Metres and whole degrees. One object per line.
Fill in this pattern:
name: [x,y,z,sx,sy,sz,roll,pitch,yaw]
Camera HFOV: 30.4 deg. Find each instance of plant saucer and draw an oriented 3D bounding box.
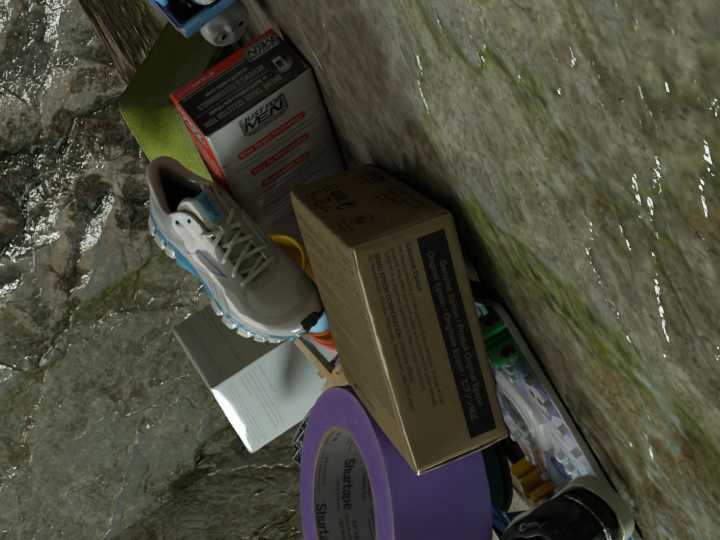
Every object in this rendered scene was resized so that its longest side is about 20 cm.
plant saucer: [-0.127,-0.129,1.231,0.200,0.048,0.200,62,-153,-30]

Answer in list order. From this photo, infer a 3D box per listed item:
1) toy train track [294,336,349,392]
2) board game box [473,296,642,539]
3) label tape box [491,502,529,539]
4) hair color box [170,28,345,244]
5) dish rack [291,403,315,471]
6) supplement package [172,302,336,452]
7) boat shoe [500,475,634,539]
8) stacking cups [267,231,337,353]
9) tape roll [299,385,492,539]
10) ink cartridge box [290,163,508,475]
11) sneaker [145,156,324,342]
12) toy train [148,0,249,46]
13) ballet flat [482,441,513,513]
toy train track: [-0.003,0.083,1.165,0.115,0.033,0.200,48,162,6]
board game box: [0.117,0.108,0.995,0.201,0.026,0.200,59,173,-8]
label tape box: [0.171,0.248,1.070,0.201,0.063,0.144,60,173,-6]
hair color box: [-0.074,-0.095,1.102,0.061,0.101,0.200,50,169,31]
dish rack: [0.030,0.199,1.328,0.200,0.055,0.154,37,134,3]
supplement package: [-0.076,0.074,1.417,0.117,0.199,0.118,49,168,47]
boat shoe: [0.124,0.212,0.929,0.075,0.066,0.200,48,148,10]
stacking cups: [-0.043,0.033,1.184,0.061,0.060,0.200,53,180,29]
tape roll: [0.023,0.190,1.065,0.200,0.084,0.201,177,90,-67]
ink cartridge box: [0.023,0.025,0.941,0.200,0.075,0.166,-136,27,-69]
sneaker: [-0.110,-0.021,1.054,0.200,0.075,0.087,38,158,27]
toy train: [-0.152,-0.253,1.056,0.200,0.087,0.114,49,178,38]
ballet flat: [0.093,0.154,1.247,0.063,0.069,0.200,29,-156,-53]
